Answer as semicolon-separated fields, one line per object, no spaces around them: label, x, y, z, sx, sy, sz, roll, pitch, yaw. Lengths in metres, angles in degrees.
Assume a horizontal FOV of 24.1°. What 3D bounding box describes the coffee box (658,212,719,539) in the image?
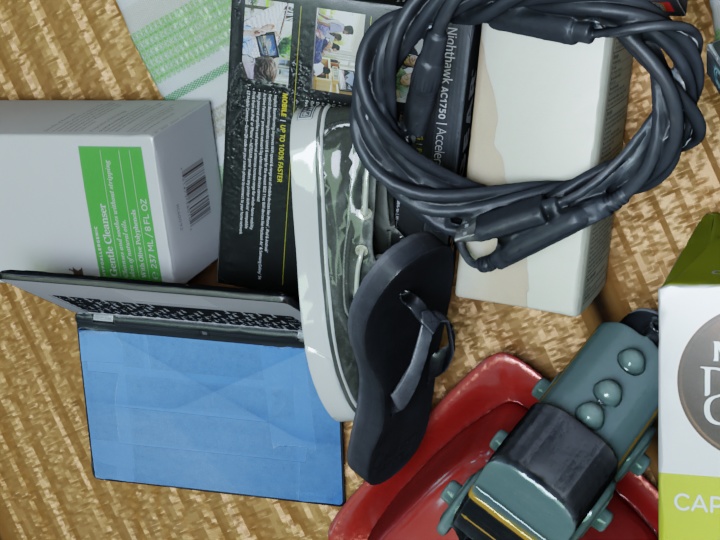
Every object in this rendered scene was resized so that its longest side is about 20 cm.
coffee box;0.273;0.082;0.923;0.198;0.200;0.199;2;103;18

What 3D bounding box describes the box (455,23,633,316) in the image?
box;0.113;-0.084;1.001;0.077;0.095;0.201;9;104;17

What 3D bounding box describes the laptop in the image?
laptop;-0.115;0.079;1.085;0.186;0.200;0.117;4;80;14

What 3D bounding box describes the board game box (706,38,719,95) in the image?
board game box;0.270;-0.054;0.821;0.134;0.028;0.201;-19;56;-2

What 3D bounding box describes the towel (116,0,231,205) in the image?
towel;-0.068;-0.147;1.089;0.149;0.031;0.201;-24;96;24

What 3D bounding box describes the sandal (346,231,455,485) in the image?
sandal;0.032;0.055;0.995;0.043;0.076;0.201;35;145;28

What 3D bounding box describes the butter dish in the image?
butter dish;0.082;0.191;1.044;0.199;0.148;0.200;44;112;4

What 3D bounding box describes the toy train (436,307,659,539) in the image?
toy train;0.120;0.101;0.956;0.085;0.200;0.114;38;139;10

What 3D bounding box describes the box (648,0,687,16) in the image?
box;0.134;-0.241;0.916;0.109;0.035;0.201;7;82;22

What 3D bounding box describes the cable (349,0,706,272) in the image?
cable;0.092;-0.095;0.915;0.199;0.051;0.164;-28;103;32

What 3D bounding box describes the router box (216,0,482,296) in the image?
router box;-0.009;-0.078;1.040;0.148;0.051;0.201;10;116;9

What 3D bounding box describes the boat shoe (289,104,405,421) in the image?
boat shoe;0.000;0.000;1.005;0.063;0.071;0.201;0;114;14

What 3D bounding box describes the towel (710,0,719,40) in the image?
towel;0.268;-0.097;0.893;0.148;0.031;0.201;-6;57;7

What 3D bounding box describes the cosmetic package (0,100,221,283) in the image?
cosmetic package;-0.195;-0.052;1.108;0.199;0.085;0.108;1;111;23
